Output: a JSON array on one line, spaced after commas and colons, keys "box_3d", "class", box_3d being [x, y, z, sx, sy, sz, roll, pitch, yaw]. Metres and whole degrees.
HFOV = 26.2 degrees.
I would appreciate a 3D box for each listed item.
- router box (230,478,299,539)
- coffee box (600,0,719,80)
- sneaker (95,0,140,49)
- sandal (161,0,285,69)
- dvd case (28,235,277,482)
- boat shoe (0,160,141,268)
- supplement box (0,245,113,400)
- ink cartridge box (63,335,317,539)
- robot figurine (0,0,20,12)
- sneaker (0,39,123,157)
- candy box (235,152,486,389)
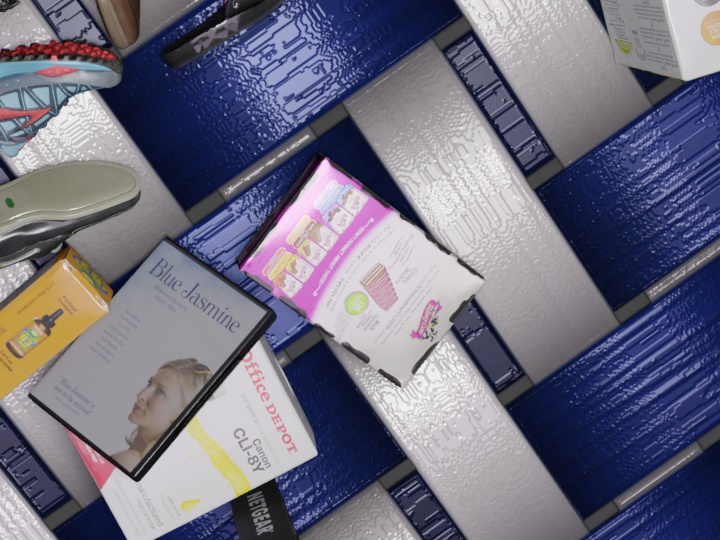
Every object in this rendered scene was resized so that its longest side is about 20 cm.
[{"box_3d": [-0.069, 0.299, 1.456, 0.052, 0.200, 0.157, -20, 102, -5], "class": "router box"}, {"box_3d": [0.329, -0.298, 1.402, 0.200, 0.200, 0.198, -18, 103, -4], "class": "coffee box"}, {"box_3d": [-0.215, -0.302, 1.389, 0.076, 0.070, 0.200, -14, 103, -6], "class": "sneaker"}, {"box_3d": [-0.101, -0.256, 1.411, 0.200, 0.075, 0.048, -34, 108, 0], "class": "sandal"}, {"box_3d": [-0.191, 0.078, 1.422, 0.143, 0.018, 0.200, 33, 74, 25], "class": "dvd case"}, {"box_3d": [-0.299, -0.047, 1.437, 0.200, 0.072, 0.068, -20, 141, -11], "class": "boat shoe"}, {"box_3d": [-0.324, 0.067, 1.435, 0.200, 0.069, 0.067, -38, 103, 8], "class": "supplement box"}, {"box_3d": [-0.160, 0.149, 1.474, 0.200, 0.083, 0.145, -27, 102, -2], "class": "ink cartridge box"}, {"box_3d": [-0.389, -0.265, 1.376, 0.200, 0.058, 0.145, -39, 104, 1], "class": "robot figurine"}, {"box_3d": [-0.311, -0.154, 1.409, 0.200, 0.079, 0.096, -8, 111, 2], "class": "sneaker"}, {"box_3d": [0.000, 0.000, 1.482, 0.200, 0.061, 0.136, 38, 93, -12], "class": "candy box"}]
